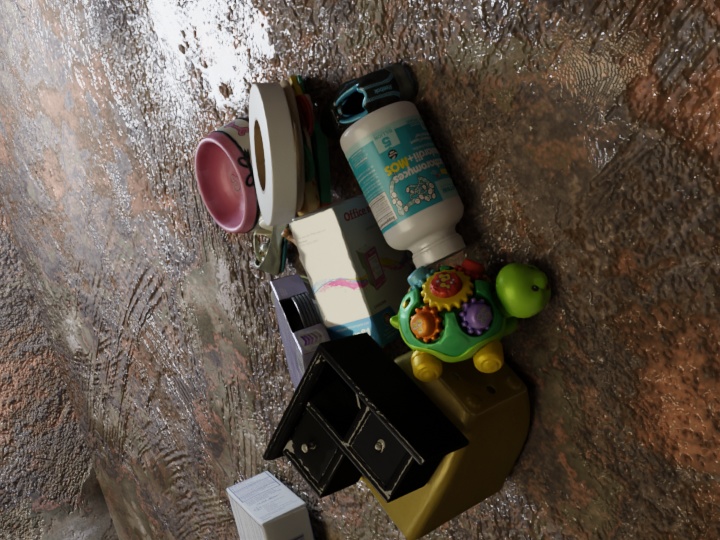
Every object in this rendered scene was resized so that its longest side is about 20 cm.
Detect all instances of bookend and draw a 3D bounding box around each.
[{"bbox_3d":[0.000,0.221,1.162,0.199,0.092,0.201,45,123,28],"label":"bookend"}]

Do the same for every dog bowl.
[{"bbox_3d":[-0.210,-0.153,1.594,0.199,0.073,0.202,32,133,43],"label":"dog bowl"}]

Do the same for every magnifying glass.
[{"bbox_3d":[-0.052,-0.119,1.378,0.080,0.022,0.203,159,106,-81],"label":"magnifying glass"}]

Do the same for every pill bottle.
[{"bbox_3d":[0.061,-0.104,1.194,0.111,0.110,0.202,-32,83,57],"label":"pill bottle"}]

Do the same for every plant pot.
[{"bbox_3d":[0.111,0.193,1.241,0.195,0.194,0.201,49,133,26],"label":"plant pot"}]

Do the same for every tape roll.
[{"bbox_3d":[-0.126,-0.165,1.331,0.203,0.037,0.205,173,90,-76],"label":"tape roll"}]

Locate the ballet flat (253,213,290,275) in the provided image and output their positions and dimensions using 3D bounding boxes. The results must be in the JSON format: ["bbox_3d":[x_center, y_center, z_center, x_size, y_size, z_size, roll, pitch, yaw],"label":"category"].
[{"bbox_3d":[-0.143,-0.065,1.544,0.063,0.068,0.201,15,139,-4],"label":"ballet flat"}]

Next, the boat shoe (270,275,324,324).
[{"bbox_3d":[-0.045,0.062,1.424,0.200,0.060,0.073,25,136,30],"label":"boat shoe"}]

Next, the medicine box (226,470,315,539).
[{"bbox_3d":[-0.175,0.538,1.907,0.199,0.102,0.184,19,124,60],"label":"medicine box"}]

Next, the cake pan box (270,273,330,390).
[{"bbox_3d":[-0.074,0.129,1.346,0.185,0.052,0.202,-124,21,-53],"label":"cake pan box"}]

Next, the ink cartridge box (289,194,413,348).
[{"bbox_3d":[0.000,0.000,1.298,0.084,0.144,0.202,-18,96,34],"label":"ink cartridge box"}]

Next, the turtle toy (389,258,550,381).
[{"bbox_3d":[0.132,0.043,1.137,0.102,0.197,0.147,74,-171,-45],"label":"turtle toy"}]

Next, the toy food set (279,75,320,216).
[{"bbox_3d":[-0.097,-0.183,1.381,0.201,0.048,0.199,-110,18,-46],"label":"toy food set"}]

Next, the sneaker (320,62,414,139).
[{"bbox_3d":[-0.013,-0.223,1.257,0.199,0.081,0.074,-23,92,59],"label":"sneaker"}]

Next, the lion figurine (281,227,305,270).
[{"bbox_3d":[-0.067,-0.008,1.491,0.122,0.072,0.201,36,151,27],"label":"lion figurine"}]

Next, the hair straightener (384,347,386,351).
[{"bbox_3d":[0.014,0.147,1.490,0.077,0.041,0.202,34,140,46],"label":"hair straightener"}]
